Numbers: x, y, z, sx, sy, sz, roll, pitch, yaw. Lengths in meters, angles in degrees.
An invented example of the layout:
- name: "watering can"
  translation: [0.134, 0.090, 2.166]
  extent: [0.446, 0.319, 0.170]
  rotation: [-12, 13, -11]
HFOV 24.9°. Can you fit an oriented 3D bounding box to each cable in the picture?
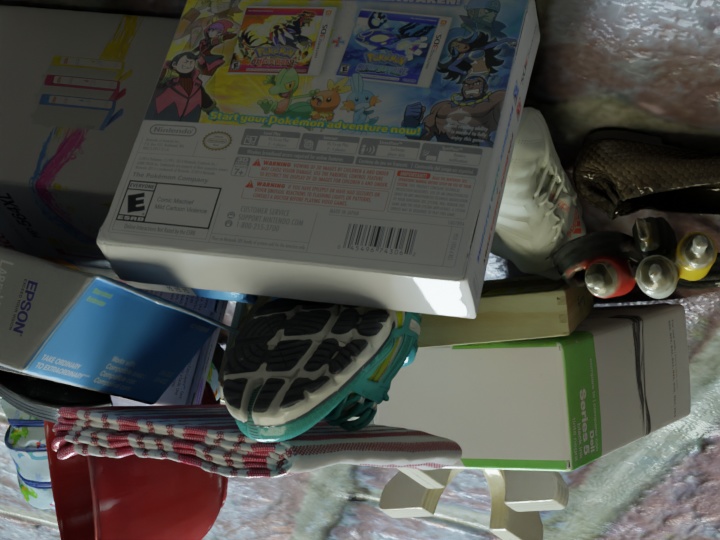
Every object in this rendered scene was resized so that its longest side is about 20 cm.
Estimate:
- name: "cable"
  translation: [0.182, 0.007, 0.993]
  extent: [0.096, 0.051, 0.200]
  rotation: [-16, 163, 20]

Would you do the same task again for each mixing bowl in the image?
- name: "mixing bowl"
  translation: [-0.158, 0.130, 1.161]
  extent: [0.107, 0.202, 0.200]
  rotation: [-8, 161, -19]

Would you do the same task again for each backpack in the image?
- name: "backpack"
  translation: [-0.213, 0.115, 1.341]
  extent: [0.162, 0.201, 0.155]
  rotation: [3, 132, 21]

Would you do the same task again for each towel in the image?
- name: "towel"
  translation: [-0.060, 0.099, 0.919]
  extent: [0.199, 0.030, 0.146]
  rotation: [3, 180, 41]

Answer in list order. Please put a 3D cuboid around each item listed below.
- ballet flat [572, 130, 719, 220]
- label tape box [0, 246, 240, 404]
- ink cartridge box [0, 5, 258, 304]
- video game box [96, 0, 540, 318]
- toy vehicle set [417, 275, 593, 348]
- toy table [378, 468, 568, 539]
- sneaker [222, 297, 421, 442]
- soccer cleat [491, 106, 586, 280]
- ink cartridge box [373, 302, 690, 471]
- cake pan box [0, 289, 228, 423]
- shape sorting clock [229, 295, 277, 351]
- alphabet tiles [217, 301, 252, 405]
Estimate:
- name: "ballet flat"
  translation: [0.221, -0.045, 0.948]
  extent: [0.198, 0.047, 0.068]
  rotation: [7, 153, 15]
- name: "label tape box"
  translation: [-0.170, 0.031, 0.917]
  extent: [0.199, 0.067, 0.143]
  rotation: [17, 175, 25]
- name: "ink cartridge box"
  translation: [-0.156, -0.072, 0.999]
  extent: [0.198, 0.126, 0.129]
  rotation: [6, 154, 17]
- name: "video game box"
  translation: [-0.019, -0.071, 0.859]
  extent: [0.198, 0.183, 0.047]
  rotation: [6, 152, 17]
- name: "toy vehicle set"
  translation: [0.082, 0.024, 1.051]
  extent: [0.123, 0.027, 0.200]
  rotation: [-5, -178, 13]
- name: "toy table"
  translation: [0.101, 0.142, 1.325]
  extent: [0.199, 0.118, 0.183]
  rotation: [29, 151, -28]
- name: "sneaker"
  translation: [-0.007, 0.049, 0.860]
  extent: [0.077, 0.080, 0.200]
  rotation: [0, -163, 22]
- name: "soccer cleat"
  translation: [0.100, -0.043, 0.959]
  extent: [0.077, 0.069, 0.200]
  rotation: [36, 174, 11]
- name: "ink cartridge box"
  translation: [0.120, 0.076, 1.101]
  extent: [0.145, 0.085, 0.199]
  rotation: [-3, -176, 34]
- name: "cake pan box"
  translation: [-0.176, 0.001, 1.077]
  extent: [0.183, 0.201, 0.052]
  rotation: [9, 153, 5]
- name: "shape sorting clock"
  translation: [0.000, 0.000, 1.021]
  extent: [0.039, 0.199, 0.200]
  rotation: [53, 161, 16]
- name: "alphabet tiles"
  translation: [-0.074, 0.036, 1.130]
  extent: [0.007, 0.168, 0.200]
  rotation: [10, 155, 3]
